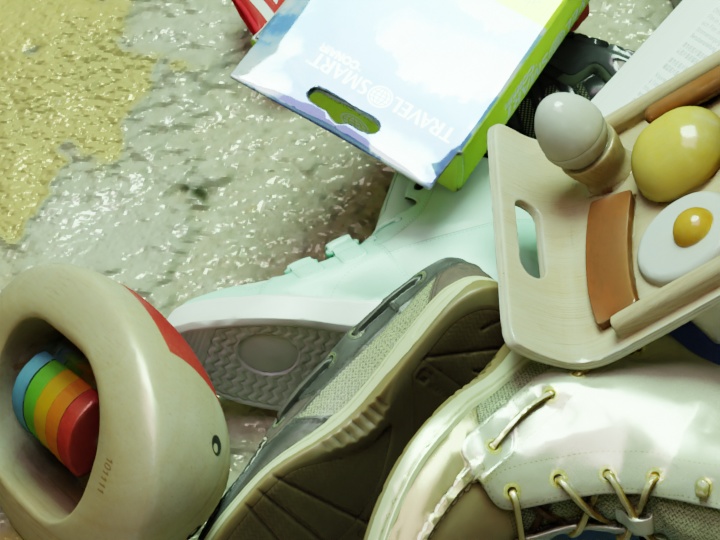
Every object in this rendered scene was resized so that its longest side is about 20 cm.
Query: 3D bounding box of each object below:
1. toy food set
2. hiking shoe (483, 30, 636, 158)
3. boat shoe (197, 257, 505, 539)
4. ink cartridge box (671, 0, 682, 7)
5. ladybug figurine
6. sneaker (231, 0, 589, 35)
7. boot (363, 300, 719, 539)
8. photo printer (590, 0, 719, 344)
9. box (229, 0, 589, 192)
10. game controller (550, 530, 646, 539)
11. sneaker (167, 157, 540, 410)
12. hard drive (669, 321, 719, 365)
[{"bbox_3d":[0.144,-0.058,1.129,0.200,0.060,0.144,-31,38,26],"label":"toy food set"},{"bbox_3d":[0.093,-0.075,1.341,0.200,0.076,0.101,21,92,10],"label":"hiking shoe"},{"bbox_3d":[-0.003,0.077,1.201,0.200,0.073,0.065,-44,29,3],"label":"boat shoe"},{"bbox_3d":[0.218,-0.226,1.430,0.146,0.084,0.200,-16,48,-2],"label":"ink cartridge box"},{"bbox_3d":[-0.121,0.069,1.220,0.072,0.136,0.200,5,20,-34],"label":"ladybug figurine"},{"bbox_3d":[0.019,-0.135,1.417,0.200,0.078,0.116,20,70,30],"label":"sneaker"},{"bbox_3d":[0.105,0.101,1.116,0.154,0.072,0.200,24,55,28],"label":"boot"},{"bbox_3d":[0.190,-0.077,1.219,0.200,0.069,0.166,-48,29,2],"label":"photo printer"},{"bbox_3d":[0.038,-0.132,1.285,0.122,0.048,0.200,29,68,14],"label":"box"},{"bbox_3d":[0.099,0.145,1.154,0.104,0.042,0.200,-13,48,0],"label":"game controller"},{"bbox_3d":[0.000,0.000,1.284,0.200,0.074,0.118,-6,48,1],"label":"sneaker"},{"bbox_3d":[0.214,0.059,1.201,0.200,0.025,0.132,29,49,32],"label":"hard drive"}]
